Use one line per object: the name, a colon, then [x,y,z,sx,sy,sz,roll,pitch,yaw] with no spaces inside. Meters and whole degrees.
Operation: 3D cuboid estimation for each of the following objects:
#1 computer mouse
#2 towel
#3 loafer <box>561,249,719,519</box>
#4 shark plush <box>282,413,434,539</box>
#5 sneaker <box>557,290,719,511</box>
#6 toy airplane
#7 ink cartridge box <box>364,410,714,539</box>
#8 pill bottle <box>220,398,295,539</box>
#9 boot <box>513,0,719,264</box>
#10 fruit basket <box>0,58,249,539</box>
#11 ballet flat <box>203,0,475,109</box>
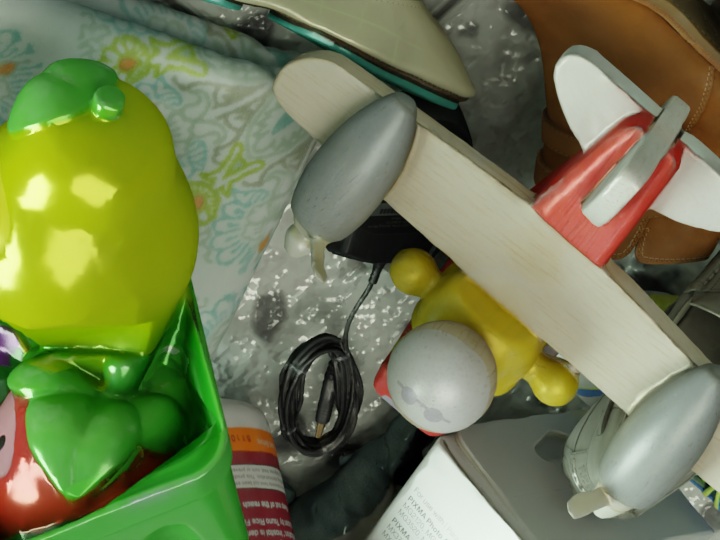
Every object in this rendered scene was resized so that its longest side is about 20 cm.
computer mouse: [0.000,0.000,1.238,0.058,0.034,0.201,-1,127,-33]
towel: [-0.130,-0.041,1.184,0.199,0.048,0.172,17,122,-19]
loafer: [0.169,0.030,1.221,0.070,0.070,0.200,41,81,2]
shark plush: [-0.031,0.120,1.303,0.083,0.091,0.200,47,118,1]
sneaker: [0.181,0.081,1.276,0.199,0.105,0.076,21,120,-21]
toy airplane: [0.065,0.008,1.113,0.199,0.141,0.200,12,135,34]
ink cartridge box: [0.052,0.167,1.296,0.145,0.083,0.200,-4,136,-51]
pill bottle: [-0.076,0.167,1.234,0.112,0.201,0.113,-12,166,-3]
boot: [0.096,-0.078,1.176,0.199,0.074,0.155,16,128,-12]
fruit basket: [-0.122,0.012,1.072,0.155,0.216,0.216,-22,125,6]
ballet flat: [-0.033,-0.127,1.130,0.199,0.070,0.070,20,121,-18]
